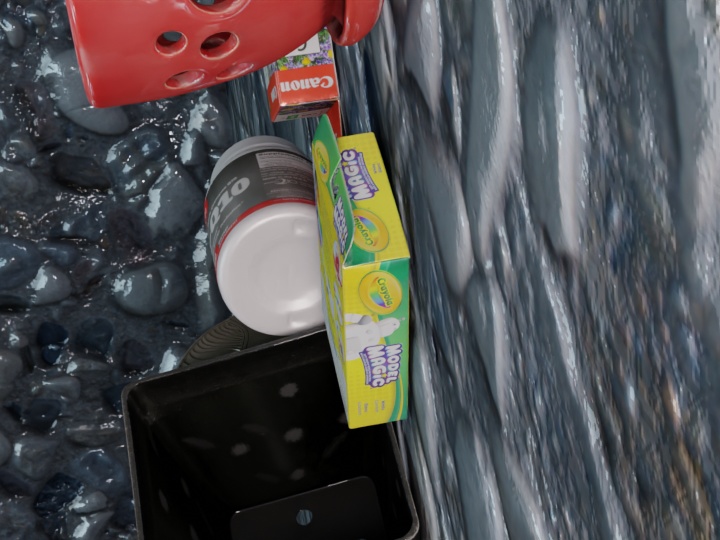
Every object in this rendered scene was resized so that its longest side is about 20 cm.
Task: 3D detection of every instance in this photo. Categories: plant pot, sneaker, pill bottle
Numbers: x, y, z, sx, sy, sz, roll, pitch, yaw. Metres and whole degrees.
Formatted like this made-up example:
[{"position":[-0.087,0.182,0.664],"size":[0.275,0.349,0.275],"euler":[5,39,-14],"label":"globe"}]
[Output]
[{"position":[-0.084,-0.202,0.814],"size":[0.200,0.182,0.201],"euler":[172,90,-83],"label":"plant pot"},{"position":[-0.074,0.085,1.238],"size":[0.075,0.200,0.106],"euler":[19,135,37],"label":"sneaker"},{"position":[-0.057,0.187,1.123],"size":[0.177,0.199,0.200],"euler":[73,-178,-52],"label":"plant pot"},{"position":[-0.072,-0.037,1.208],"size":[0.200,0.114,0.114],"euler":[-114,17,-64],"label":"pill bottle"}]

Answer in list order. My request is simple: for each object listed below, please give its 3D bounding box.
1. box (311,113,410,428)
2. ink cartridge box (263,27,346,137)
[{"position":[0.000,0.000,0.961],"size":[0.200,0.048,0.117],"euler":[86,172,-50],"label":"box"},{"position":[-0.050,-0.159,1.135],"size":[0.109,0.050,0.200],"euler":[174,87,-83],"label":"ink cartridge box"}]
